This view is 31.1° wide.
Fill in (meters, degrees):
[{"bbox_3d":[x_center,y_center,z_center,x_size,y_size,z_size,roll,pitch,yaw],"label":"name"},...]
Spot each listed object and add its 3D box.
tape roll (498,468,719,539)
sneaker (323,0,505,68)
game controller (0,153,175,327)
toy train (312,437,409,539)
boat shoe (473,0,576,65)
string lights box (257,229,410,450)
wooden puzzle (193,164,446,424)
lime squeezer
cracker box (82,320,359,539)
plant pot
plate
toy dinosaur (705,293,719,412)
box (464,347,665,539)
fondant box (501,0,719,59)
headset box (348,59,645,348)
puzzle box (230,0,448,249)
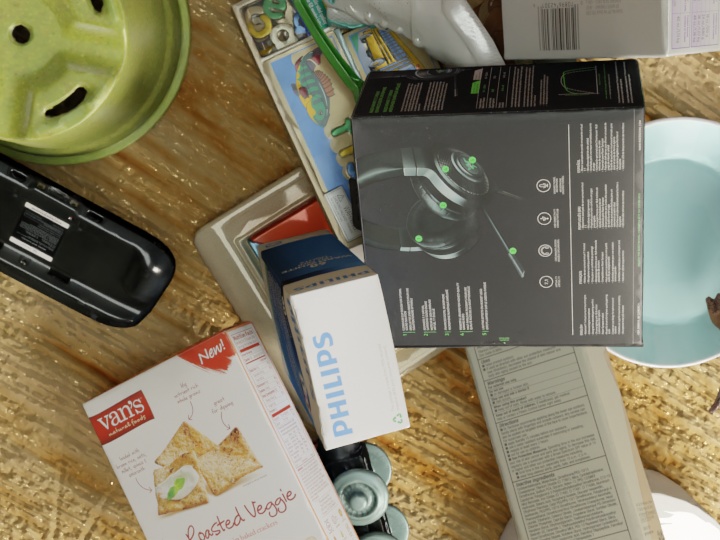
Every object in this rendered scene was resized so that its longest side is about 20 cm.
[{"bbox_3d":[0.208,0.264,1.054,0.202,0.071,0.203,-1,101,-7],"label":"tape roll"},{"bbox_3d":[0.019,-0.193,0.918,0.088,0.075,0.200,-41,88,8],"label":"sneaker"},{"bbox_3d":[-0.234,-0.027,0.943,0.200,0.042,0.104,29,128,-11],"label":"game controller"},{"bbox_3d":[-0.018,0.223,1.018,0.114,0.085,0.201,-15,102,6],"label":"toy train"},{"bbox_3d":[0.131,-0.115,0.974,0.076,0.074,0.201,-20,98,-46],"label":"boat shoe"},{"bbox_3d":[-0.024,0.040,0.880,0.059,0.200,0.103,-14,102,-8],"label":"string lights box"},{"bbox_3d":[0.000,0.000,0.996,0.200,0.037,0.185,-31,103,0],"label":"wooden puzzle"},{"bbox_3d":[0.029,-0.118,0.915,0.200,0.071,0.038,28,54,-1],"label":"lime squeezer"},{"bbox_3d":[-0.101,0.156,0.962,0.134,0.058,0.200,-28,87,18],"label":"cracker box"},{"bbox_3d":[-0.216,-0.160,0.865,0.200,0.184,0.201,-1,101,-6],"label":"plant pot"},{"bbox_3d":[0.247,-0.022,1.026,0.199,0.026,0.201,-1,102,-7],"label":"plate"},{"bbox_3d":[0.347,0.039,0.968,0.200,0.136,0.086,-32,110,-6],"label":"toy dinosaur"},{"bbox_3d":[0.151,0.124,0.964,0.095,0.078,0.201,-19,76,21],"label":"box"},{"bbox_3d":[0.217,-0.180,0.889,0.200,0.144,0.058,-13,105,-37],"label":"fondant box"},{"bbox_3d":[0.090,-0.043,0.876,0.199,0.093,0.175,-2,118,10],"label":"headset box"},{"bbox_3d":[0.005,-0.130,0.957,0.133,0.025,0.201,-26,93,-6],"label":"puzzle box"}]
